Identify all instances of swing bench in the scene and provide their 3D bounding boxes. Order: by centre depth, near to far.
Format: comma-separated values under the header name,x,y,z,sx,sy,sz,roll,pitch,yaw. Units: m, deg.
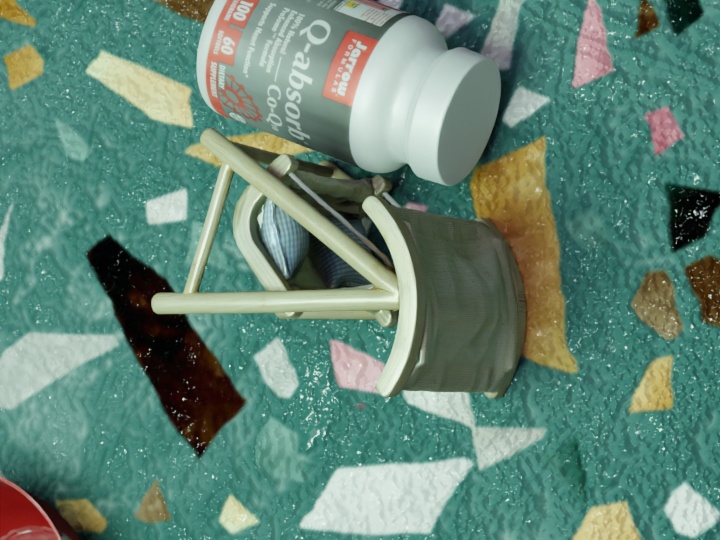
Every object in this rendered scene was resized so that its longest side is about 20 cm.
name,x,y,z,sx,sy,sz,roll,pitch,yaw
swing bench,0.000,0.000,1.588,0.199,0.199,0.131,19,94,24

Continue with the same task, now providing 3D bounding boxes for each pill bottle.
name,x,y,z,sx,sy,sz,roll,pitch,yaw
pill bottle,-0.007,-0.138,1.646,0.199,0.116,0.117,21,96,24

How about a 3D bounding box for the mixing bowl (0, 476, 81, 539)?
name,x,y,z,sx,sy,sz,roll,pitch,yaw
mixing bowl,-0.273,0.251,1.748,0.199,0.108,0.202,-2,85,25
